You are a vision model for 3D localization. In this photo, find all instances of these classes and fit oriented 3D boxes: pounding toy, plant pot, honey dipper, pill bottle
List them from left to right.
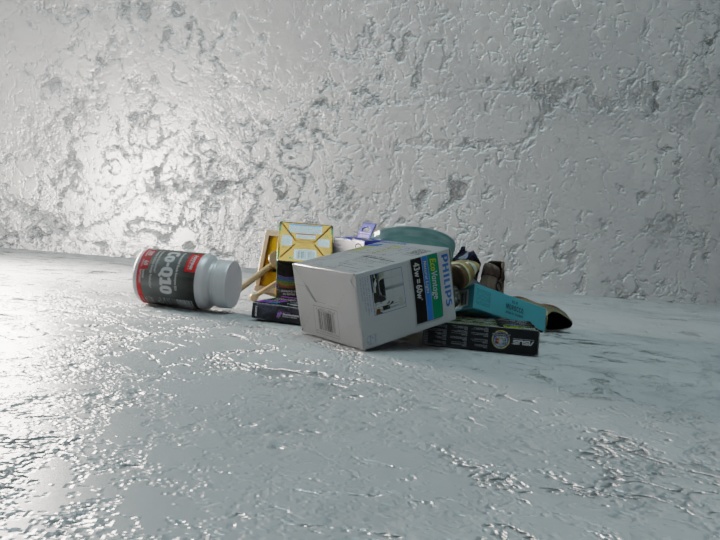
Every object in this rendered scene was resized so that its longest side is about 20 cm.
[{"bbox_3d":[-0.351,0.019,1.525,0.197,0.116,0.114,5,2,12],"label":"pill bottle"},{"bbox_3d":[-0.193,-0.002,1.864,0.198,0.187,0.142,6,-9,27],"label":"pounding toy"},{"bbox_3d":[-0.180,0.017,1.785,0.199,0.038,0.038,-31,-2,7],"label":"honey dipper"},{"bbox_3d":[0.109,0.003,1.657,0.197,0.136,0.201,4,-18,1],"label":"plant pot"}]

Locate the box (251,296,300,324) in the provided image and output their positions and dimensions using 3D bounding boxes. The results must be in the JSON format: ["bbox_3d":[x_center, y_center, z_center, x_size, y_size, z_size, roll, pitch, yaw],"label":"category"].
[{"bbox_3d":[-0.120,0.080,1.497,0.141,0.037,0.200,7,1,12],"label":"box"}]

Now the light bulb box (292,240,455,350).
[{"bbox_3d":[0.023,0.034,1.259,0.198,0.127,0.197,-14,14,-33],"label":"light bulb box"}]

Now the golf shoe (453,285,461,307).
[{"bbox_3d":[0.109,0.050,1.380,0.076,0.089,0.199,-5,17,-35],"label":"golf shoe"}]

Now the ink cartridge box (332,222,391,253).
[{"bbox_3d":[0.000,0.000,1.598,0.075,0.203,0.136,-2,7,-32],"label":"ink cartridge box"}]

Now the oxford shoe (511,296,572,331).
[{"bbox_3d":[0.388,0.101,1.694,0.197,0.072,0.075,3,8,-17],"label":"oxford shoe"}]

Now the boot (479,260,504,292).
[{"bbox_3d":[0.328,0.050,1.816,0.069,0.149,0.200,6,3,18],"label":"boot"}]

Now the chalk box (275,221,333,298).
[{"bbox_3d":[-0.128,0.007,1.682,0.123,0.125,0.201,4,-42,-5],"label":"chalk box"}]

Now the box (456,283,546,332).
[{"bbox_3d":[0.265,0.079,1.459,0.198,0.050,0.082,18,-20,-32],"label":"box"}]

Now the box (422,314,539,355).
[{"bbox_3d":[0.212,0.111,1.339,0.197,0.045,0.160,5,3,6],"label":"box"}]

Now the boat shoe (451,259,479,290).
[{"bbox_3d":[0.147,0.017,1.447,0.199,0.073,0.076,-7,15,47],"label":"boat shoe"}]

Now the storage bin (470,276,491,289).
[{"bbox_3d":[0.195,0.061,1.549,0.198,0.148,0.134,3,13,-34],"label":"storage bin"}]

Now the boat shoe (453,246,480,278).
[{"bbox_3d":[0.260,0.030,1.790,0.074,0.093,0.201,30,-19,35],"label":"boat shoe"}]
